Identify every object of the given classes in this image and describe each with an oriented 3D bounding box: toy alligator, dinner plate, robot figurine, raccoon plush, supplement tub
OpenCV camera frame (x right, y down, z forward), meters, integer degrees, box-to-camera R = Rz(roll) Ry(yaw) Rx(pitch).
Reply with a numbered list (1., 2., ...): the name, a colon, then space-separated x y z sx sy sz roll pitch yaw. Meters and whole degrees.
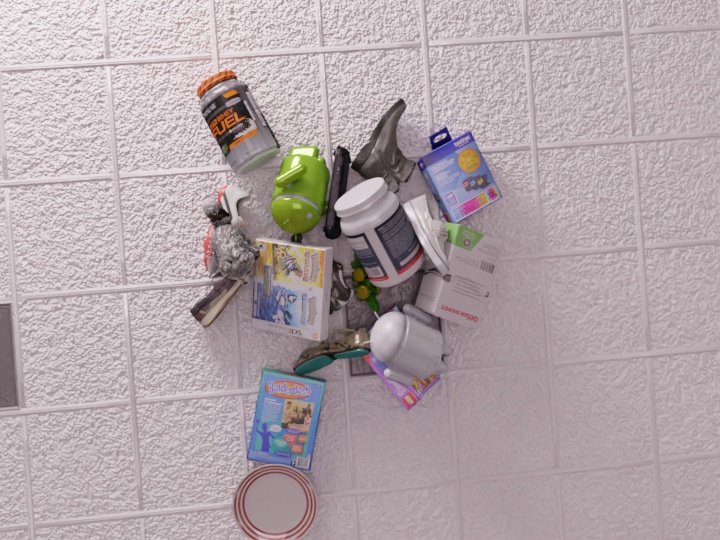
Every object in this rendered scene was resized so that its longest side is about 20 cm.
1. toy alligator: 0.000 0.000 1.514 0.053 0.059 0.205 -12 91 37
2. dinner plate: -0.193 0.531 1.503 0.194 0.024 0.206 -1 100 -4
3. robot figurine: -0.132 -0.172 1.456 0.113 0.176 0.205 3 65 19
4. raccoon plush: -0.291 -0.059 1.385 0.097 0.134 0.200 -43 92 -1
5. supplement tub: 0.042 -0.081 1.431 0.139 0.140 0.203 -31 112 -3
6. robot figurine: 0.103 0.162 1.439 0.196 0.113 0.173 24 67 -16
7. supplement tub: -0.272 -0.326 1.459 0.121 0.123 0.203 -30 92 -3

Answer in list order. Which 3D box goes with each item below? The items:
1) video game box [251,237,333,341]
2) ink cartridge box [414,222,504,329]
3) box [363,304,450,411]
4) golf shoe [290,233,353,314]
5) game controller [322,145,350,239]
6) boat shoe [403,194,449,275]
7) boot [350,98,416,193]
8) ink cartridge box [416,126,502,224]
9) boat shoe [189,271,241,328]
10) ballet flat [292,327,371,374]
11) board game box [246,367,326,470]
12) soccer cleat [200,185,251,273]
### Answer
1. video game box: -0.152 0.041 1.455 0.178 0.047 0.206 8 100 21
2. ink cartridge box: 0.222 0.012 1.486 0.143 0.084 0.205 18 89 -30
3. box: 0.094 0.199 1.525 0.136 0.039 0.201 -40 93 -3
4. golf shoe: -0.088 -0.005 1.506 0.093 0.078 0.203 -28 90 -26
5. game controller: -0.052 -0.171 1.482 0.041 0.104 0.206 8 90 0
6. boat shoe: 0.158 -0.082 1.435 0.065 0.072 0.203 -30 51 10
7. boot: 0.078 -0.277 1.518 0.129 0.068 0.202 34 95 -8
8. ink cartridge box: 0.218 -0.223 1.517 0.134 0.076 0.203 -28 90 -3
9. boat shoe: -0.308 0.035 1.484 0.064 0.072 0.201 37 94 -8
10. ballet flat: -0.065 0.175 1.495 0.196 0.068 0.077 -20 59 18
11. board game box: -0.167 0.337 1.505 0.148 0.045 0.205 11 90 -3
12. soccer cleat: -0.300 -0.090 1.484 0.083 0.069 0.205 12 85 7
